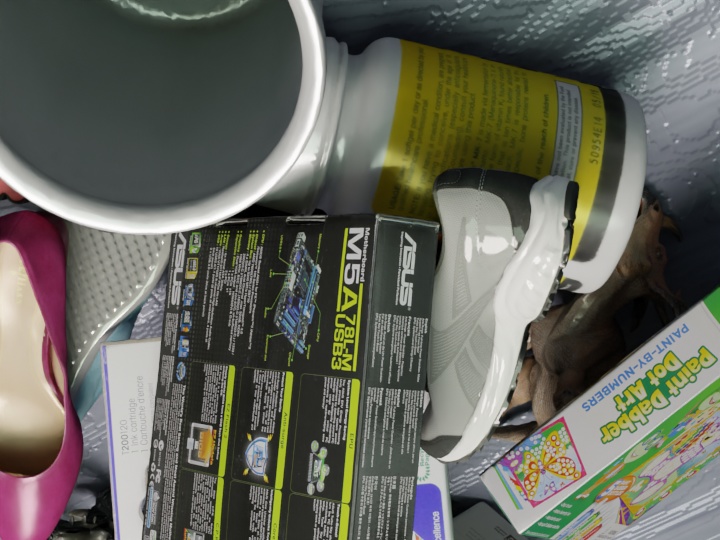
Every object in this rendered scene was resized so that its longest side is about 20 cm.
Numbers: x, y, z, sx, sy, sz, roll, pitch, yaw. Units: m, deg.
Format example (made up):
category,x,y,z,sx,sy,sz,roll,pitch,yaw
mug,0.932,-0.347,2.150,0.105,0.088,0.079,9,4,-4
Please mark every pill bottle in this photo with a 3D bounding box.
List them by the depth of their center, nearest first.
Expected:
category,x,y,z,sx,sy,sz,roll,pitch,yaw
pill bottle,0.046,-0.062,0.834,0.197,0.115,0.115,12,124,-8

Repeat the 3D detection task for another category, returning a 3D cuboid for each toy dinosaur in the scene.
category,x,y,z,sx,sy,sz,roll,pitch,yaw
toy dinosaur,0.140,0.059,0.942,0.135,0.086,0.201,-26,152,-28
toy dinosaur,-0.220,0.207,0.990,0.134,0.200,0.103,3,110,-31

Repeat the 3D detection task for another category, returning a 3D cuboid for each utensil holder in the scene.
category,x,y,z,sx,sy,sz,roll,pitch,yaw
utensil holder,-0.098,-0.143,0.728,0.167,0.201,0.172,0,125,-1

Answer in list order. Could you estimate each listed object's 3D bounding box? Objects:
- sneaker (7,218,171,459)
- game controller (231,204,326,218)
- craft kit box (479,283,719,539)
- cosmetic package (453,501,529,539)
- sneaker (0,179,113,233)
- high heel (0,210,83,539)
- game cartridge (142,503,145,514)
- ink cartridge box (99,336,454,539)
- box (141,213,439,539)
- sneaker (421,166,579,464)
category,x,y,z,sx,sy,sz,roll,pitch,yaw
sneaker,-0.165,0.019,0.927,0.074,0.082,0.201,36,99,5
game controller,0.000,0.000,0.920,0.198,0.042,0.105,17,123,-10
craft kit box,0.182,0.082,0.882,0.197,0.049,0.200,-43,157,9
cosmetic package,0.030,0.243,0.996,0.071,0.199,0.102,37,128,28
sneaker,-0.140,-0.074,0.813,0.198,0.073,0.088,13,109,32
high heel,-0.193,0.067,0.842,0.066,0.096,0.203,1,98,2
game cartridge,-0.096,0.251,0.971,0.038,0.130,0.201,-8,129,36
ink cartridge box,-0.046,0.131,0.893,0.197,0.043,0.201,-4,85,-3
box,-0.042,0.073,0.787,0.047,0.192,0.203,8,85,-40
sneaker,0.055,0.022,0.798,0.078,0.074,0.202,16,133,3
